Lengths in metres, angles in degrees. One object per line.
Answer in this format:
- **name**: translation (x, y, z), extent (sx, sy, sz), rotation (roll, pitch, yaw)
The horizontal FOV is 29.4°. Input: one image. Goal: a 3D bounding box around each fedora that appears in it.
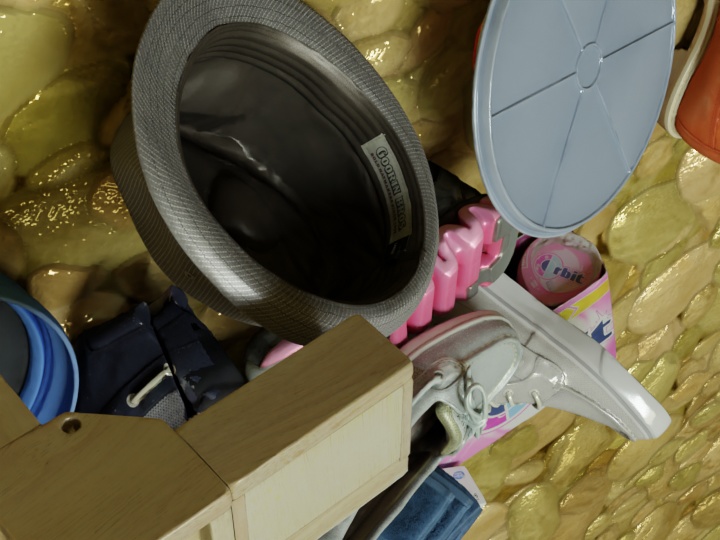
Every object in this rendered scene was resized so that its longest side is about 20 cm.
- **fedora**: translation (-0.054, -0.043, 0.680), extent (0.199, 0.178, 0.090), rotation (33, 142, -31)

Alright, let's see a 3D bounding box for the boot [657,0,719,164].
- **boot**: translation (0.264, -0.147, 0.861), extent (0.075, 0.107, 0.201), rotation (-13, 136, -29)

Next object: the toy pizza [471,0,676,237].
- **toy pizza**: translation (0.118, -0.119, 0.782), extent (0.200, 0.032, 0.202), rotation (-23, 121, -44)

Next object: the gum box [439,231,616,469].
- **gum box**: translation (0.089, 0.059, 0.963), extent (0.199, 0.066, 0.114), rotation (-33, 146, -9)

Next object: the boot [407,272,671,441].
- **boot**: translation (0.091, 0.066, 0.866), extent (0.096, 0.200, 0.074), rotation (-51, 173, -7)

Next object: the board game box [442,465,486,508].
- **board game box**: translation (-0.017, 0.217, 0.973), extent (0.134, 0.034, 0.200), rotation (-1, 138, -43)

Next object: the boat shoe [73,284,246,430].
- **boat shoe**: translation (-0.141, 0.081, 0.790), extent (0.200, 0.093, 0.075), rotation (-32, 179, 38)

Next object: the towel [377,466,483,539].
- **towel**: translation (-0.020, 0.172, 0.813), extent (0.200, 0.111, 0.049), rotation (-42, 159, -43)

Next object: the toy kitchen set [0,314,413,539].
- **toy kitchen set**: translation (-0.108, 0.082, 0.642), extent (0.180, 0.200, 0.164), rotation (-32, 145, -26)

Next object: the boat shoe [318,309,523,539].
- **boat shoe**: translation (0.025, 0.099, 0.767), extent (0.202, 0.065, 0.075), rotation (-37, 141, -27)

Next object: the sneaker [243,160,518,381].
- **sneaker**: translation (0.000, 0.000, 0.789), extent (0.200, 0.095, 0.079), rotation (-34, 152, -31)

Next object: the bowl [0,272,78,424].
- **bowl**: translation (-0.245, 0.075, 0.707), extent (0.200, 0.039, 0.201), rotation (-24, 142, -20)
